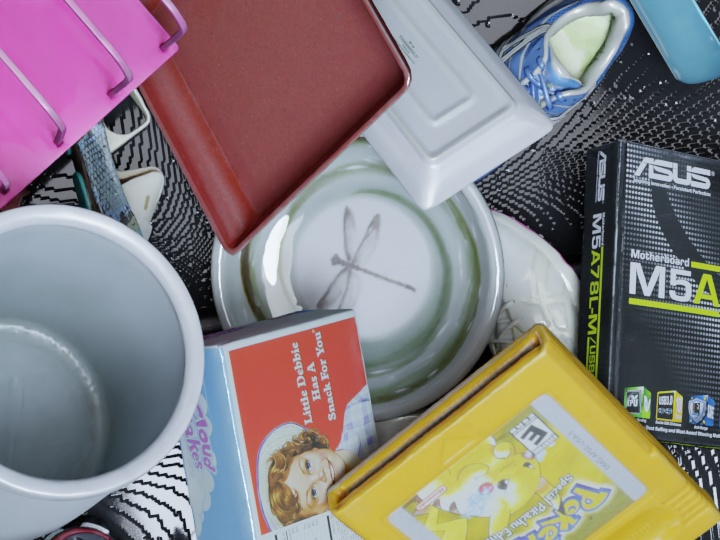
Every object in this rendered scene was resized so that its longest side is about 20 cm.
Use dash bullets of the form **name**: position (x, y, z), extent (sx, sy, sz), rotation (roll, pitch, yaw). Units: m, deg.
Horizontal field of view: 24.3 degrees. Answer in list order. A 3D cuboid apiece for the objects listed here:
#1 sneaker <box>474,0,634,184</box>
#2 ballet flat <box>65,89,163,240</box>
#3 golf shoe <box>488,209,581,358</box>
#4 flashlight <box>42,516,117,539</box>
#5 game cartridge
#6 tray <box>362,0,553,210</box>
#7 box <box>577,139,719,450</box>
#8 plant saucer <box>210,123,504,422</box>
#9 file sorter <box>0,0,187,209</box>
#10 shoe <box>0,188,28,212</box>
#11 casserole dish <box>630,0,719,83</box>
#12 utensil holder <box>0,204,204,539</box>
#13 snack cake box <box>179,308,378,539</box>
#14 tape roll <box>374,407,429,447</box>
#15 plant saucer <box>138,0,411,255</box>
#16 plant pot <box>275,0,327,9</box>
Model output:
- **sneaker**: position (0.106, -0.126, 1.140), extent (0.200, 0.077, 0.076), rotation (-45, 99, -2)
- **ballet flat**: position (-0.166, -0.076, 1.113), extent (0.074, 0.074, 0.202), rotation (-17, 96, -6)
- **golf shoe**: position (0.117, 0.048, 1.130), extent (0.091, 0.075, 0.200), rotation (-34, 84, -42)
- **flashlight**: position (-0.179, 0.206, 1.057), extent (0.067, 0.200, 0.068), rotation (-7, 93, -8)
- **game cartridge**: position (0.107, 0.149, 1.058), extent (0.176, 0.033, 0.200), rotation (-40, 119, 13)
- **tray**: position (0.028, -0.142, 1.106), extent (0.107, 0.022, 0.200), rotation (-33, 67, -10)
- **box**: position (0.239, 0.024, 1.133), extent (0.199, 0.047, 0.195), rotation (10, 82, -27)
- **plant saucer**: position (0.000, 0.000, 1.132), extent (0.198, 0.050, 0.202), rotation (1, 96, 10)
- **file sorter**: position (-0.220, -0.127, 1.003), extent (0.200, 0.125, 0.139), rotation (-43, 100, -10)
- **shoe**: position (-0.257, -0.081, 1.102), extent (0.090, 0.071, 0.202), rotation (19, 95, -10)
- **casserole dish**: position (0.192, -0.203, 1.132), extent (0.039, 0.121, 0.201), rotation (-31, 96, 13)
- **utensil holder**: position (-0.204, 0.074, 1.024), extent (0.169, 0.200, 0.171), rotation (8, 69, -21)
- **snack cake box**: position (-0.047, 0.133, 1.063), extent (0.114, 0.067, 0.202), rotation (-13, 96, -39)
- **tape roll**: position (0.034, 0.195, 1.150), extent (0.201, 0.037, 0.205), rotation (0, 95, 2)
- **plant saucer**: position (-0.063, -0.145, 1.065), extent (0.037, 0.199, 0.201), rotation (-12, 68, -47)
- **plant pot**: position (-0.015, -0.271, 1.088), extent (0.092, 0.200, 0.203), rotation (-9, 95, -47)
